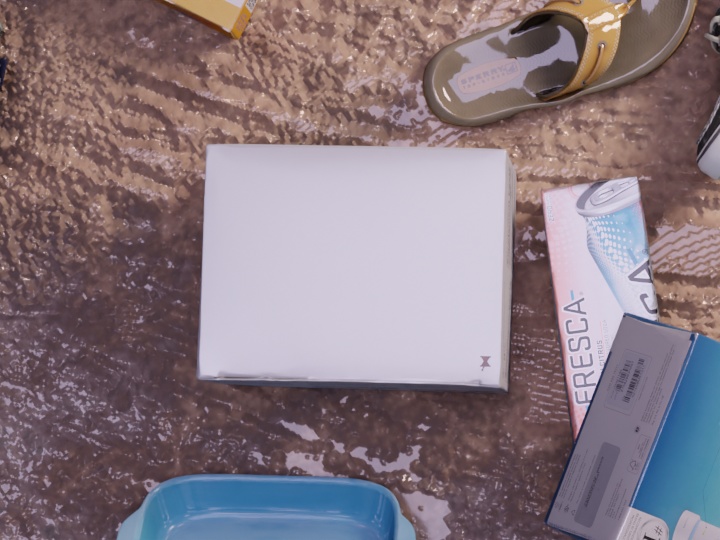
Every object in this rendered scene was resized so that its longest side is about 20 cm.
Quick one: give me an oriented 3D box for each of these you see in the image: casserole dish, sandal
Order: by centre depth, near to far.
[{"bbox_3d":[-0.062,0.192,1.609,0.199,0.039,0.121,1,42,5],"label":"casserole dish"},{"bbox_3d":[0.135,-0.153,1.631,0.199,0.054,0.081,-22,83,4],"label":"sandal"}]

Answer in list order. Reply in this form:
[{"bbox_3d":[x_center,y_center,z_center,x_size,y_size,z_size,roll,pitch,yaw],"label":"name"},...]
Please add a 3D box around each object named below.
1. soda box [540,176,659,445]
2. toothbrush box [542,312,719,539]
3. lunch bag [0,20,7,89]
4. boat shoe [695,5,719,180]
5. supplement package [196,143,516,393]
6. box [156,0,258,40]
[{"bbox_3d":[0.165,0.042,1.608,0.068,0.064,0.201,-8,85,6],"label":"soda box"},{"bbox_3d":[0.237,0.131,1.534,0.200,0.085,0.147,21,88,-28],"label":"toothbrush box"},{"bbox_3d":[-0.353,-0.139,1.631,0.199,0.168,0.140,-7,109,8],"label":"lunch bag"},{"bbox_3d":[0.264,-0.156,1.613,0.064,0.071,0.200,28,81,7],"label":"boat shoe"},{"bbox_3d":[0.000,0.000,1.607,0.199,0.111,0.156,1,86,6],"label":"supplement package"},{"bbox_3d":[-0.093,-0.275,1.676,0.119,0.041,0.200,27,87,8],"label":"box"}]
